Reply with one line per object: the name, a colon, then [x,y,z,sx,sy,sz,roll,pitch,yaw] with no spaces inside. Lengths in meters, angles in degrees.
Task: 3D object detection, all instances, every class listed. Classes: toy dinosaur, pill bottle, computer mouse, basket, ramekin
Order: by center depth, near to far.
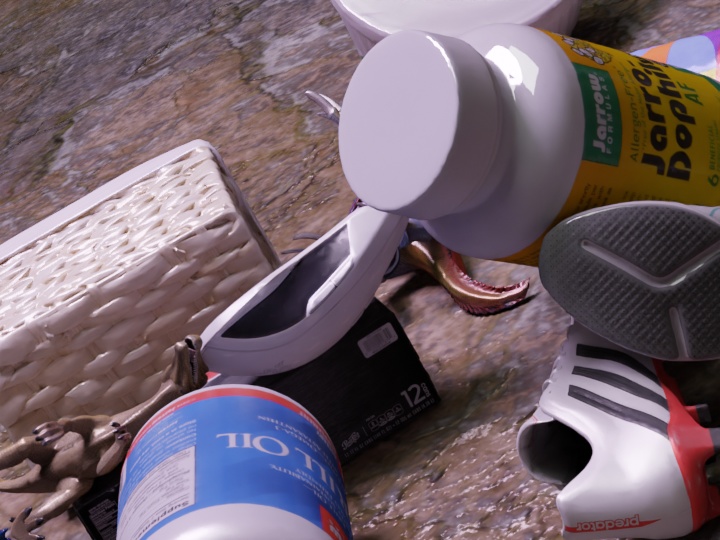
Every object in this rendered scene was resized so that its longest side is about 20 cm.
pill bottle: [-0.055,0.141,0.925,0.112,0.112,0.200,-27,23,5]
pill bottle: [0.091,-0.057,0.980,0.200,0.113,0.113,9,-6,-40]
toy dinosaur: [-0.152,0.101,1.055,0.200,0.058,0.101,-31,-5,36]
computer mouse: [0.000,0.000,1.070,0.200,0.044,0.110,-39,-9,-11]
basket: [-0.139,0.035,1.234,0.200,0.136,0.123,-30,26,-3]
toy dinosaur: [0.022,-0.018,1.277,0.105,0.200,0.181,-61,-12,18]
ramekin: [0.073,-0.216,1.475,0.202,0.094,0.203,-3,59,6]

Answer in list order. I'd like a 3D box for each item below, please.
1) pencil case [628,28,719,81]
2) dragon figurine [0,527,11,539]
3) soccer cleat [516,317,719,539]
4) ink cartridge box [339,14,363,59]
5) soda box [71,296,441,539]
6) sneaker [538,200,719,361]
pencil case: [0.193,-0.091,1.176,0.200,0.088,0.088,-9,29,40]
dragon figurine: [-0.170,0.189,0.974,0.059,0.100,0.200,-31,22,-5]
soccer cleat: [0.110,0.062,0.951,0.085,0.069,0.200,-13,27,-2]
ink cartridge box: [0.091,-0.252,1.646,0.200,0.088,0.145,-35,22,-19]
soda box: [-0.061,0.089,1.111,0.200,0.063,0.071,-32,22,-8]
sneaker: [0.177,0.005,0.942,0.200,0.071,0.080,4,7,-7]
